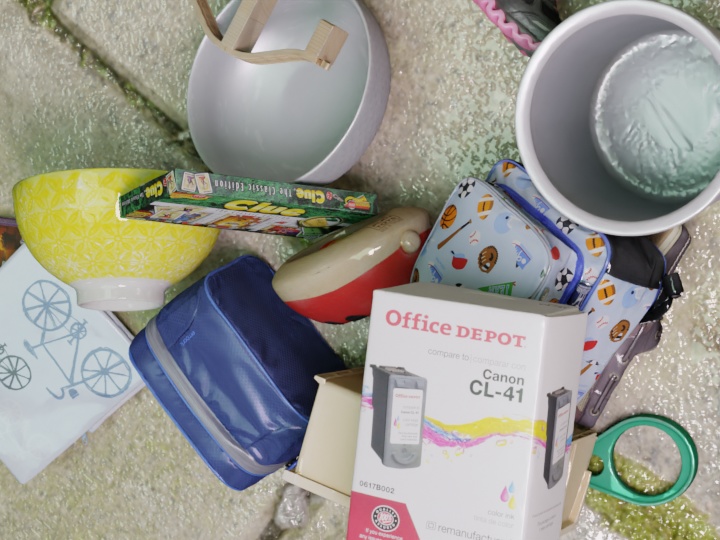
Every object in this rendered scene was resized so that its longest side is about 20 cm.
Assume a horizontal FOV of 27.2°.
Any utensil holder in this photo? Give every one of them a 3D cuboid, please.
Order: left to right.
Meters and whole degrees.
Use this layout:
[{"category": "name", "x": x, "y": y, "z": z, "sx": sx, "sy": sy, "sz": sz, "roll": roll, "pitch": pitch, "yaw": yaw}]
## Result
[{"category": "utensil holder", "x": 0.228, "y": -0.120, "z": 1.155, "sx": 0.169, "sy": 0.200, "sz": 0.171, "roll": 3, "pitch": 98, "yaw": 23}]

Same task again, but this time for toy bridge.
[{"category": "toy bridge", "x": -0.096, "y": -0.218, "z": 1.301, "sx": 0.200, "sy": 0.027, "sz": 0.067, "roll": 35, "pitch": 100, "yaw": 32}]

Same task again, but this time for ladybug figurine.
[{"category": "ladybug figurine", "x": 0.000, "y": 0.000, "z": 1.306, "sx": 0.072, "sy": 0.135, "sz": 0.200, "roll": 62, "pitch": 153, "yaw": -5}]

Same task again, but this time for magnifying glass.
[{"category": "magnifying glass", "x": 0.200, "y": 0.173, "z": 1.325, "sx": 0.199, "sy": 0.022, "sz": 0.080, "roll": -8, "pitch": 93, "yaw": 27}]

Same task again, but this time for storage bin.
[{"category": "storage bin", "x": 0.076, "y": 0.156, "z": 1.265, "sx": 0.199, "sy": 0.198, "sz": 0.094, "roll": 19, "pitch": 100, "yaw": 26}]

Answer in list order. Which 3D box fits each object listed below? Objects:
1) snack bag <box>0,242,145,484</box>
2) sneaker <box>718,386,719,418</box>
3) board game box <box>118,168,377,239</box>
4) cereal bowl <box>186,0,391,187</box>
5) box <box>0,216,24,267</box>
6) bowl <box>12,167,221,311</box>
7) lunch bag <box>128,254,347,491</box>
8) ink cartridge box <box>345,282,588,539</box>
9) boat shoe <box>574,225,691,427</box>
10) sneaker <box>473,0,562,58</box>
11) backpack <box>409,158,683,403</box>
[{"category": "snack bag", "x": -0.331, "y": 0.096, "z": 1.504, "sx": 0.200, "sy": 0.021, "sz": 0.189, "roll": -41, "pitch": 95, "yaw": 10}, {"category": "sneaker", "x": 0.336, "y": 0.169, "z": 1.231, "sx": 0.072, "sy": 0.085, "sz": 0.201, "roll": -10, "pitch": 94, "yaw": 27}, {"category": "board game box", "x": -0.095, "y": -0.055, "z": 1.276, "sx": 0.105, "sy": 0.199, "sz": 0.024, "roll": -22, "pitch": 68, "yaw": 52}, {"category": "cereal bowl", "x": -0.054, "y": -0.159, "z": 1.328, "sx": 0.199, "sy": 0.083, "sz": 0.201, "roll": -7, "pitch": 76, "yaw": 30}, {"category": "box", "x": -0.381, "y": 0.045, "z": 1.548, "sx": 0.136, "sy": 0.039, "sz": 0.201, "roll": 7, "pitch": 102, "yaw": 22}, {"category": "bowl", "x": -0.220, "y": -0.021, "z": 1.364, "sx": 0.199, "sy": 0.200, "sz": 0.108, "roll": -5, "pitch": 80, "yaw": 24}, {"category": "lunch bag", "x": -0.109, "y": 0.105, "z": 1.387, "sx": 0.132, "sy": 0.136, "sz": 0.200, "roll": -39, "pitch": 84, "yaw": 25}, {"category": "ink cartridge box", "x": 0.077, "y": 0.118, "z": 1.104, "sx": 0.147, "sy": 0.085, "sz": 0.201, "roll": 8, "pitch": 97, "yaw": 28}, {"category": "boat shoe", "x": 0.225, "y": 0.046, "z": 1.269, "sx": 0.065, "sy": 0.072, "sz": 0.201, "roll": 31, "pitch": 104, "yaw": -6}, {"category": "sneaker", "x": 0.130, "y": -0.252, "z": 1.237, "sx": 0.095, "sy": 0.079, "sz": 0.200, "roll": -40, "pitch": 65, "yaw": 9}, {"category": "backpack", "x": 0.132, "y": 0.025, "z": 1.215, "sx": 0.200, "sy": 0.153, "sz": 0.191, "roll": 51, "pitch": 125, "yaw": 50}]
